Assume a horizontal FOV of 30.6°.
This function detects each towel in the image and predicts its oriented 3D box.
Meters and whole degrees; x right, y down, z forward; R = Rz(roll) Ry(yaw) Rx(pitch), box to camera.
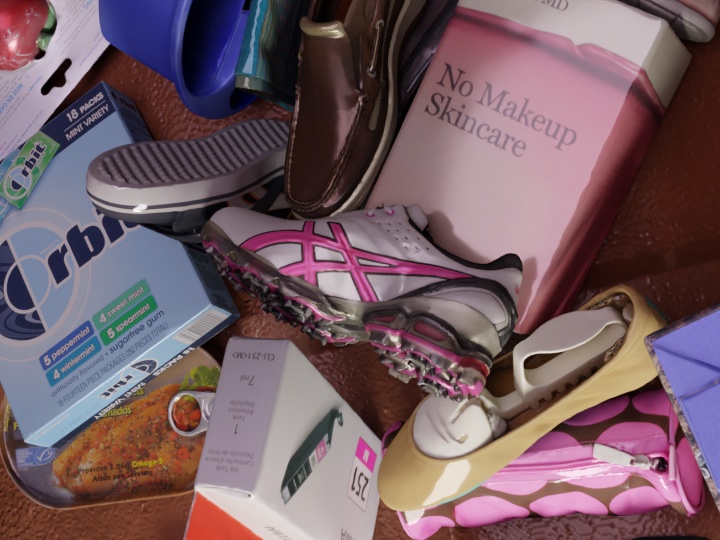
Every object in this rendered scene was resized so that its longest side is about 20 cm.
[{"bbox_3d":[-0.024,-0.202,0.851,0.021,0.146,0.202,16,93,18],"label":"towel"}]

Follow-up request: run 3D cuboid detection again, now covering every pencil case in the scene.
[{"bbox_3d":[0.108,0.120,0.816,0.198,0.094,0.092,-12,95,21],"label":"pencil case"}]

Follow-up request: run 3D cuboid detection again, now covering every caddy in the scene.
[{"bbox_3d":[-0.084,-0.203,0.877,0.104,0.141,0.202,25,98,23],"label":"caddy"}]

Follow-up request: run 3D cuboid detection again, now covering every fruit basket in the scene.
[{"bbox_3d":[-0.285,-0.202,0.995,0.200,0.094,0.185,43,103,1],"label":"fruit basket"}]

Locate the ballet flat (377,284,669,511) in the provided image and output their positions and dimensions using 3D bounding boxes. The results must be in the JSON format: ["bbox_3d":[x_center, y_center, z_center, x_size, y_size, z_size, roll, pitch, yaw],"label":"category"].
[{"bbox_3d":[0.086,0.069,0.768,0.199,0.063,0.069,-32,46,4],"label":"ballet flat"}]

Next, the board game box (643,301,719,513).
[{"bbox_3d":[0.256,0.048,0.706,0.158,0.200,0.098,-26,78,17],"label":"board game box"}]

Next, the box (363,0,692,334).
[{"bbox_3d":[0.101,-0.076,0.819,0.127,0.109,0.202,27,98,20],"label":"box"}]

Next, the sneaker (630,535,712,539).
[{"bbox_3d":[0.158,0.219,0.814,0.198,0.080,0.088,-8,97,28],"label":"sneaker"}]

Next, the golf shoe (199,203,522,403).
[{"bbox_3d":[0.000,0.000,0.768,0.198,0.073,0.093,23,72,21],"label":"golf shoe"}]

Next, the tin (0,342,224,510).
[{"bbox_3d":[-0.171,0.109,0.953,0.198,0.042,0.114,-10,89,21],"label":"tin"}]

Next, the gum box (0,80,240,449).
[{"bbox_3d":[-0.200,-0.005,0.939,0.169,0.044,0.201,-35,65,12],"label":"gum box"}]

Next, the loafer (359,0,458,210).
[{"bbox_3d":[0.031,-0.107,0.869,0.062,0.072,0.202,22,93,16],"label":"loafer"}]

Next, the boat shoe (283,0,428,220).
[{"bbox_3d":[-0.015,-0.131,0.811,0.074,0.075,0.205,6,75,35],"label":"boat shoe"}]

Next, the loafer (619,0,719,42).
[{"bbox_3d":[0.142,-0.209,0.832,0.199,0.072,0.063,28,90,22],"label":"loafer"}]

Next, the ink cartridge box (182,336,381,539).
[{"bbox_3d":[-0.044,0.158,0.790,0.043,0.200,0.176,2,65,20],"label":"ink cartridge box"}]

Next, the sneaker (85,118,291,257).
[{"bbox_3d":[-0.098,-0.043,0.848,0.078,0.199,0.080,23,114,28],"label":"sneaker"}]
